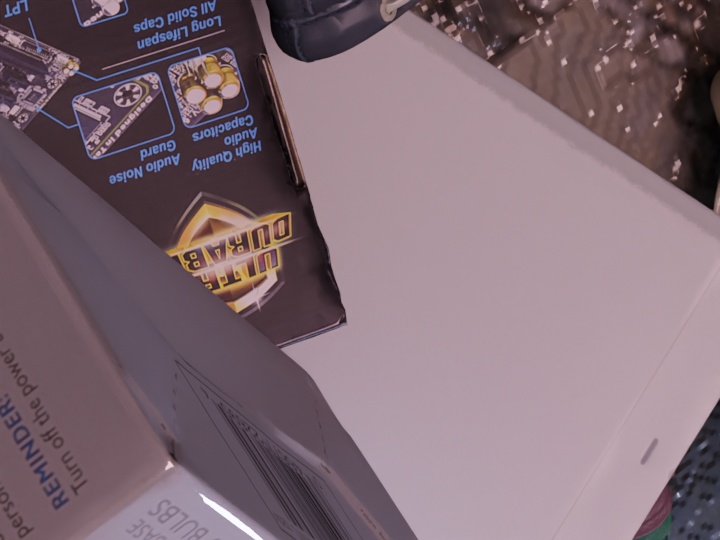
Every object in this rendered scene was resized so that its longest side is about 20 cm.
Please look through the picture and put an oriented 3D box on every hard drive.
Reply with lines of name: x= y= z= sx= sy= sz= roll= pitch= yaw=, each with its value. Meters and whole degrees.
hard drive: x=0.000 y=0.000 z=0.762 sx=0.200 sy=0.026 sz=0.132 roll=33 pitch=85 yaw=-3

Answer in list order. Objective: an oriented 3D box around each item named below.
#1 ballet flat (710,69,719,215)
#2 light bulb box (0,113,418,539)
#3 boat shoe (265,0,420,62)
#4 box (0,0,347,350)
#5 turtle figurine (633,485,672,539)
ballet flat: x=0.144 y=0.023 z=0.884 sx=0.069 sy=0.069 sz=0.201 roll=-18 pitch=109 yaw=-24
light bulb box: x=-0.100 y=0.090 z=0.611 sx=0.200 sy=0.125 sz=0.198 roll=-39 pitch=146 yaw=6
boat shoe: x=0.036 y=-0.122 z=0.761 sx=0.200 sy=0.075 sz=0.062 roll=-45 pitch=134 yaw=-44
box: x=-0.124 y=-0.049 z=0.683 sx=0.199 sy=0.050 sz=0.199 roll=-20 pitch=98 yaw=-19
turtle figurine: x=0.079 y=0.140 z=0.856 sx=0.149 sy=0.101 sz=0.201 roll=-17 pitch=115 yaw=19
